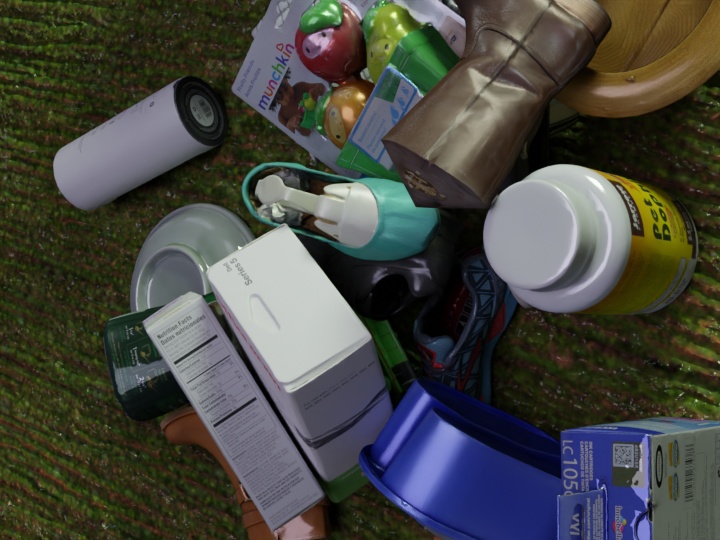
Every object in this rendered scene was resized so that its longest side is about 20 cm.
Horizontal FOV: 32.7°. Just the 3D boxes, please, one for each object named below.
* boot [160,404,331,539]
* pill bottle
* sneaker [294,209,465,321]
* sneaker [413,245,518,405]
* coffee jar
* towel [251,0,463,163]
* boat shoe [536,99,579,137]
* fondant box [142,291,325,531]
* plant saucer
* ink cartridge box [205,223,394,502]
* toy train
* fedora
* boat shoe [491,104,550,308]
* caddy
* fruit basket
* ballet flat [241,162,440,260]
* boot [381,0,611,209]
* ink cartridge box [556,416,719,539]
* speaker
[{"bbox_3d":[-0.116,0.203,1.222,0.199,0.073,0.156,-15,83,37],"label":"boot"},{"bbox_3d":[0.176,-0.021,0.939,0.108,0.199,0.110,-2,87,35],"label":"pill bottle"},{"bbox_3d":[0.000,0.000,1.059,0.199,0.076,0.092,-12,60,47],"label":"sneaker"},{"bbox_3d":[0.070,0.071,1.075,0.079,0.095,0.202,20,99,38],"label":"sneaker"},{"bbox_3d":[-0.144,0.070,1.198,0.198,0.085,0.105,-18,71,6],"label":"coffee jar"},{"bbox_3d":[0.008,-0.216,1.146,0.200,0.085,0.167,-37,66,31],"label":"towel"},{"bbox_3d":[0.110,-0.107,1.082,0.199,0.069,0.057,-18,110,31],"label":"boat shoe"},{"bbox_3d":[-0.115,0.118,1.076,0.058,0.144,0.201,-31,96,-10],"label":"fondant box"},{"bbox_3d":[-0.185,0.028,1.293,0.199,0.050,0.202,-1,87,36],"label":"plant saucer"},{"bbox_3d":[-0.043,0.082,1.041,0.084,0.201,0.146,-31,55,-12],"label":"ink cartridge box"},{"bbox_3d":[-0.006,0.037,1.158,0.201,0.056,0.042,63,160,16],"label":"toy train"},{"bbox_3d":[0.224,-0.207,0.974,0.199,0.082,0.203,-6,75,22],"label":"fedora"},{"bbox_3d":[0.143,-0.059,1.015,0.062,0.073,0.202,-6,115,19],"label":"boat shoe"},{"bbox_3d":[0.095,0.176,1.000,0.106,0.199,0.141,-62,14,9],"label":"caddy"},{"bbox_3d":[-0.006,-0.168,1.031,0.199,0.094,0.186,36,122,8],"label":"fruit basket"},{"bbox_3d":[-0.027,-0.050,1.011,0.199,0.070,0.068,15,97,42],"label":"ballet flat"},{"bbox_3d":[0.063,-0.152,0.919,0.186,0.064,0.201,31,75,24],"label":"boot"},{"bbox_3d":[0.210,0.181,0.903,0.076,0.199,0.138,-3,86,36],"label":"ink cartridge box"},{"bbox_3d":[-0.241,-0.135,1.323,0.199,0.081,0.082,-23,75,33],"label":"speaker"}]
